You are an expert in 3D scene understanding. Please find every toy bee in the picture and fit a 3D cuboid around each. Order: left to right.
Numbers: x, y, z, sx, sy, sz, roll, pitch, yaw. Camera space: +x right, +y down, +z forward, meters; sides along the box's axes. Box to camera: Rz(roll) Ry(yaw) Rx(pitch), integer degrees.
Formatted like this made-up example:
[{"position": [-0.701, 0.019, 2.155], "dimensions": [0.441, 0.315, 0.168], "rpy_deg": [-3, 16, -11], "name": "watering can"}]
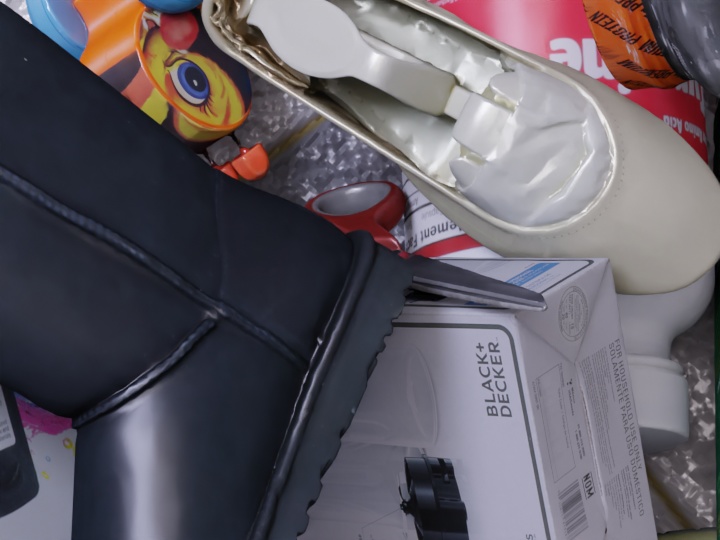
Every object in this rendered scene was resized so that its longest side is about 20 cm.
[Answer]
[{"position": [-0.075, -0.082, 1.008], "dimensions": [0.109, 0.131, 0.200], "rpy_deg": [44, 65, -21], "name": "toy bee"}]

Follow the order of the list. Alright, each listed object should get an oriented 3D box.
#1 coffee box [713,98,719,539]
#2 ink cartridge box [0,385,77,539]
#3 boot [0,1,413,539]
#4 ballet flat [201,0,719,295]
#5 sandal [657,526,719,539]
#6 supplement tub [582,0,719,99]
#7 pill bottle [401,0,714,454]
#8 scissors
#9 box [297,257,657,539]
[{"position": [0.186, 0.017, 0.956], "dimensions": [0.122, 0.044, 0.201], "rpy_deg": [5, 57, 2], "name": "coffee box"}, {"position": [-0.128, 0.060, 0.873], "dimensions": [0.083, 0.145, 0.201], "rpy_deg": [-25, 77, 36], "name": "ink cartridge box"}, {"position": [-0.094, 0.038, 0.801], "dimensions": [0.168, 0.076, 0.201], "rpy_deg": [29, 71, -13], "name": "boot"}, {"position": [0.029, -0.053, 0.902], "dimensions": [0.199, 0.069, 0.070], "rpy_deg": [31, 82, 21], "name": "ballet flat"}, {"position": [0.128, 0.126, 0.954], "dimensions": [0.200, 0.080, 0.058], "rpy_deg": [-12, 66, 2], "name": "sandal"}, {"position": [0.175, -0.118, 0.869], "dimensions": [0.199, 0.122, 0.123], "rpy_deg": [-7, 77, 23], "name": "supplement tub"}, {"position": [0.070, -0.036, 0.980], "dimensions": [0.112, 0.112, 0.201], "rpy_deg": [-4, 78, 4], "name": "pill bottle"}, {"position": [0.000, 0.000, 0.891], "dimensions": [0.073, 0.200, 0.014], "rpy_deg": [-14, 107, -12], "name": "scissors"}, {"position": [-0.004, 0.056, 0.925], "dimensions": [0.199, 0.060, 0.117], "rpy_deg": [-1, 108, 37], "name": "box"}]
